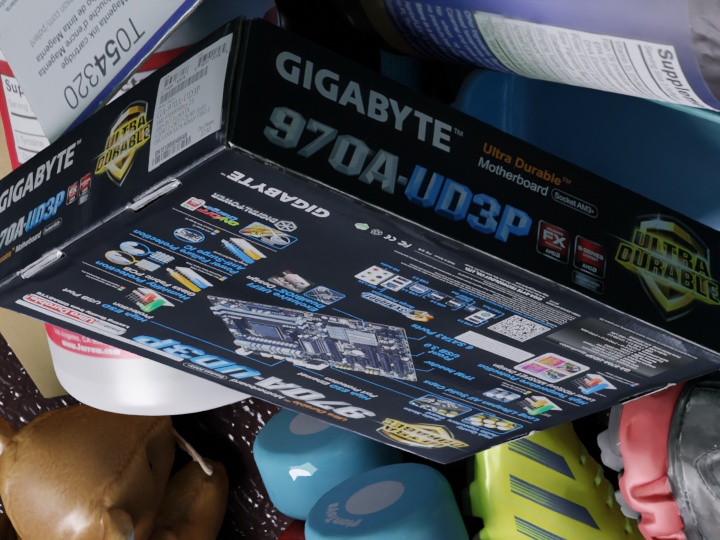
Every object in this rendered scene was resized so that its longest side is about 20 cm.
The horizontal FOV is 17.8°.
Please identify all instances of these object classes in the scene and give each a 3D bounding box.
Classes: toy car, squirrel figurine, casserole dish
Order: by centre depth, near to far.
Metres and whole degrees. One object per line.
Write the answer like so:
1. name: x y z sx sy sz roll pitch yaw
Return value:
1. casserole dish: 0.118 -0.021 0.763 0.199 0.039 0.122 21 144 18
2. toy car: -0.041 0.183 0.946 0.177 0.199 0.185 -133 22 -67
3. squirrel figurine: -0.142 0.142 1.033 0.141 0.200 0.187 41 155 15

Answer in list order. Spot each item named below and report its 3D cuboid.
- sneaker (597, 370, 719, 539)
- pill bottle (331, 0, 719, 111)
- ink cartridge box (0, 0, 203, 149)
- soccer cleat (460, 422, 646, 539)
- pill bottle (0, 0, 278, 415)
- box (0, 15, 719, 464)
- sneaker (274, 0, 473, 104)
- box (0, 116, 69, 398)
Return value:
1. sneaker: 0.165 0.117 0.840 0.097 0.071 0.201 -3 122 44
2. pill bottle: 0.093 -0.105 0.671 0.199 0.112 0.112 13 132 34
3. ink cartridge box: -0.076 -0.174 0.729 0.196 0.043 0.201 -40 72 36
4. soccer cleat: 0.092 0.111 0.925 0.083 0.065 0.201 -12 115 14
5. pill bottle: -0.077 -0.058 0.854 0.112 0.112 0.201 7 115 38
6. box: 0.000 0.000 0.743 0.199 0.046 0.159 21 152 -29
7. sneaker: 0.003 -0.049 0.821 0.078 0.090 0.201 10 131 36
8. box: -0.121 -0.022 1.012 0.199 0.021 0.164 -12 115 47
